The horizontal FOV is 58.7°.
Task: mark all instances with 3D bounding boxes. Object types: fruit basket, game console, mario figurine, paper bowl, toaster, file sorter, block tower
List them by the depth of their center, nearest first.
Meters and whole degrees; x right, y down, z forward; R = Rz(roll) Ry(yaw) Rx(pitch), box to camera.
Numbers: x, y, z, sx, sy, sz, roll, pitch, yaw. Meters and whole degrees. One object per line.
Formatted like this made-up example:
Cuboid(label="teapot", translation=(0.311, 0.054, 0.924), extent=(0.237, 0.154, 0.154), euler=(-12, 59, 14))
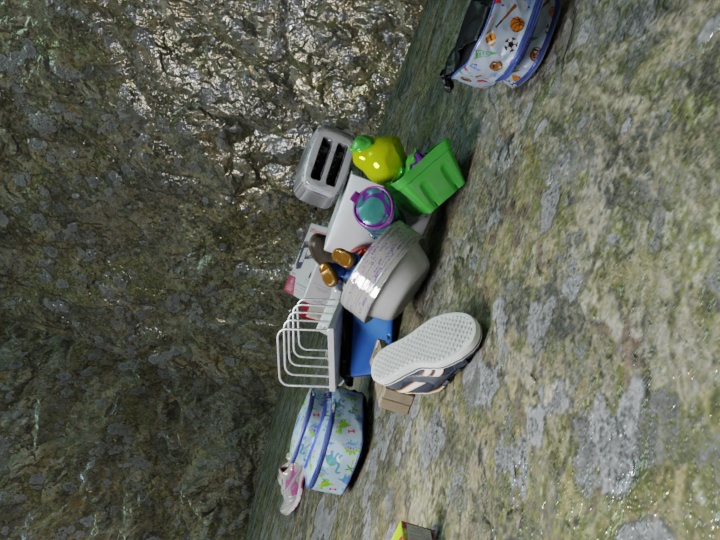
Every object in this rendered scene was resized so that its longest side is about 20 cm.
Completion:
Cuboid(label="block tower", translation=(0.057, 0.189, 1.168), extent=(0.200, 0.057, 0.055), euler=(-109, 38, -74))
Cuboid(label="paper bowl", translation=(0.059, 0.013, 1.233), extent=(0.201, 0.104, 0.201), euler=(-51, -13, -17))
Cuboid(label="fruit basket", translation=(0.086, -0.208, 1.257), extent=(0.155, 0.217, 0.216), euler=(-39, 6, -5))
Cuboid(label="mario figurine", translation=(0.000, 0.000, 1.341), extent=(0.199, 0.122, 0.108), euler=(-6, -93, -66))
Cuboid(label="file sorter", translation=(-0.100, 0.153, 1.404), extent=(0.200, 0.122, 0.141), euler=(-67, -22, -72))
Cuboid(label="game console", translation=(0.020, 0.145, 1.416), extent=(0.171, 0.116, 0.203), euler=(74, -161, -68))
Cuboid(label="toaster", translation=(-0.081, -0.226, 1.427), extent=(0.129, 0.112, 0.203), euler=(156, 134, -77))

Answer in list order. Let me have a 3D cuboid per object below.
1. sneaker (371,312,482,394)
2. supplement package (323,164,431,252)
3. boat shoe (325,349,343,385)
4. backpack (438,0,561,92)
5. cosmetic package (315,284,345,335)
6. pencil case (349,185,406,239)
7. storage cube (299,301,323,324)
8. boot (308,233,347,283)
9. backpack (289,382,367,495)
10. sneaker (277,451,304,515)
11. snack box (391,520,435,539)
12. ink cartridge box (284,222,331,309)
Cuboid(label="sneaker", translation=(0.108, 0.122, 0.918), extent=(0.199, 0.079, 0.080), euler=(-29, 43, 42))
Cuboid(label="supplement package", translation=(0.041, -0.123, 1.470), extent=(0.148, 0.197, 0.194), euler=(-88, 19, -65))
Cuboid(label="boat shoe", translation=(-0.055, 0.235, 1.762), extent=(0.075, 0.061, 0.202), euler=(38, 111, 34))
Cuboid(label="backpack", translation=(0.218, -0.375, 0.991), extent=(0.191, 0.151, 0.204), euler=(-68, -8, -82))
Cuboid(label="cosmetic package", translation=(-0.026, 0.085, 1.668), extent=(0.203, 0.084, 0.107), euler=(-66, -28, -4))
Cuboid(label="pencil case", translation=(0.039, -0.110, 1.283), extent=(0.086, 0.092, 0.200), euler=(-53, -11, 2))
Cuboid(label="storage cube", translation=(-0.067, 0.082, 1.875), extent=(0.180, 0.168, 0.203), euler=(161, 128, -79))
Cuboid(label="boot", translation=(-0.041, -0.019, 1.525), extent=(0.096, 0.200, 0.075), euler=(25, 78, 42))
Cuboid(label="backpack", translation=(-0.070, 0.356, 1.342), extent=(0.201, 0.145, 0.186), euler=(-98, 26, -68))
Cuboid(label="sneaker", translation=(-0.210, 0.627, 1.914), extent=(0.081, 0.087, 0.203), euler=(-169, 97, -82))
Cuboid(label="snack box", translation=(0.037, 0.427, 0.758), extent=(0.143, 0.052, 0.203), euler=(-87, 17, -67))
Cuboid(label="ink cartridge box", translation=(-0.110, -0.015, 1.705), extent=(0.144, 0.083, 0.203), euler=(20, 87, 61))
